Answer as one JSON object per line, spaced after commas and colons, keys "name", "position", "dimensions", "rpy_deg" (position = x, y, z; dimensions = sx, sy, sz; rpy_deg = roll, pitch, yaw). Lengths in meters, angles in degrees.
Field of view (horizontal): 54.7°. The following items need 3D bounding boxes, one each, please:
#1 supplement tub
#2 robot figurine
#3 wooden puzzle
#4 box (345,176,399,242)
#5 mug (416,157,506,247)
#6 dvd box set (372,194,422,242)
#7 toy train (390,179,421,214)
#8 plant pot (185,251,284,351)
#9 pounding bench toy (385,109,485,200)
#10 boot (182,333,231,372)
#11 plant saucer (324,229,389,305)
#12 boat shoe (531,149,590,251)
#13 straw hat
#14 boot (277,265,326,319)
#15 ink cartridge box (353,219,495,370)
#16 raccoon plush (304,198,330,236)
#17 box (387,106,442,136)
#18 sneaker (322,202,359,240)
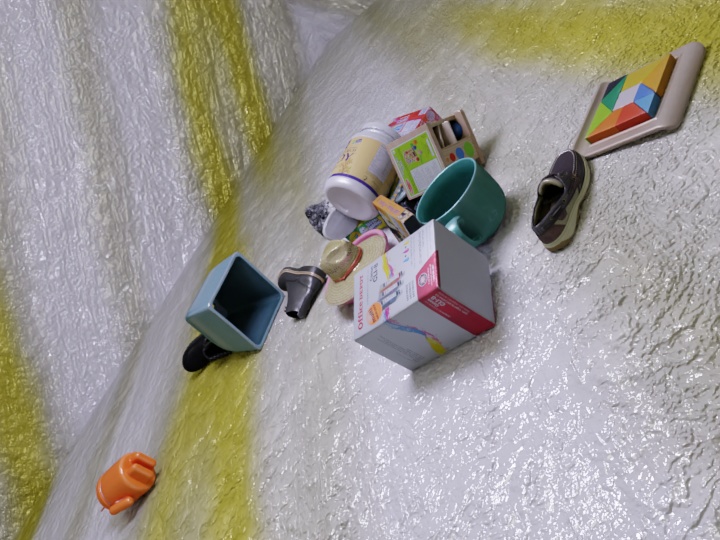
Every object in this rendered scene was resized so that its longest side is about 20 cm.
{"name": "supplement tub", "position": [0.015, -0.239, 1.668], "dimensions": [0.145, 0.145, 0.202], "rpy_deg": [-14, 43, 56]}
{"name": "robot figurine", "position": [-0.633, 0.571, 1.871], "dimensions": [0.200, 0.116, 0.145], "rpy_deg": [-41, 67, 24]}
{"name": "wooden puzzle", "position": [0.450, -0.280, 1.148], "dimensions": [0.199, 0.037, 0.186], "rpy_deg": [-12, 45, 58]}
{"name": "box", "position": [0.047, -0.153, 1.730], "dimensions": [0.199, 0.048, 0.118], "rpy_deg": [-30, 31, 40]}
{"name": "mug", "position": [0.188, -0.100, 1.285], "dimensions": [0.151, 0.114, 0.187], "rpy_deg": [-12, 46, 57]}
{"name": "dvd box set", "position": [0.098, -0.067, 1.366], "dimensions": [0.029, 0.147, 0.200], "rpy_deg": [-37, 23, -3]}
{"name": "toy train", "position": [0.120, -0.183, 1.594], "dimensions": [0.114, 0.085, 0.202], "rpy_deg": [-36, 25, 56]}
{"name": "plant pot", "position": [-0.367, 0.105, 1.919], "dimensions": [0.198, 0.196, 0.198], "rpy_deg": [-20, 37, 41]}
{"name": "pounding bench toy", "position": [0.180, -0.214, 1.478], "dimensions": [0.155, 0.202, 0.124], "rpy_deg": [-28, 5, -42]}
{"name": "boot", "position": [-0.453, 0.241, 2.064], "dimensions": [0.212, 0.079, 0.158], "rpy_deg": [-49, 22, 5]}
{"name": "plant saucer", "position": [0.000, 0.000, 1.584], "dimensions": [0.200, 0.051, 0.202], "rpy_deg": [-43, 24, 24]}
{"name": "boat shoe", "position": [0.321, -0.128, 1.126], "dimensions": [0.073, 0.065, 0.202], "rpy_deg": [-22, 39, 45]}
{"name": "straw hat", "position": [-0.042, -0.022, 1.521], "dimensions": [0.201, 0.085, 0.202], "rpy_deg": [-42, 24, 23]}
{"name": "boot", "position": [-0.182, 0.065, 1.817], "dimensions": [0.199, 0.077, 0.140], "rpy_deg": [-16, 46, 57]}
{"name": "ink cartridge box", "position": [0.101, 0.047, 1.165], "dimensions": [0.199, 0.144, 0.147], "rpy_deg": [-36, 39, 36]}
{"name": "raccoon plush", "position": [-0.084, -0.189, 1.991], "dimensions": [0.133, 0.097, 0.201], "rpy_deg": [-37, 25, 14]}
{"name": "box", "position": [0.133, -0.332, 1.765], "dimensions": [0.100, 0.095, 0.199], "rpy_deg": [-56, 22, -14]}
{"name": "sneaker", "position": [-0.050, -0.140, 1.761], "dimensions": [0.115, 0.074, 0.201], "rpy_deg": [-22, 29, 56]}
